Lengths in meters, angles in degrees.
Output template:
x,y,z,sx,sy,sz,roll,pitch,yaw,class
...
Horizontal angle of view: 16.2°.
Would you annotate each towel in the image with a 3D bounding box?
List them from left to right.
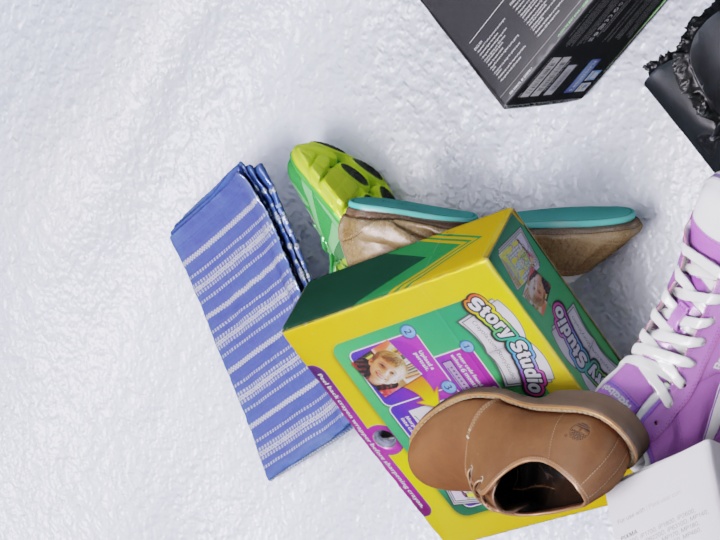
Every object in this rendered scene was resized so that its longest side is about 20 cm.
x,y,z,sx,sy,sz,roll,pitch,yaw,class
-0.071,0.036,1.789,0.145,0.024,0.201,-37,73,55,towel

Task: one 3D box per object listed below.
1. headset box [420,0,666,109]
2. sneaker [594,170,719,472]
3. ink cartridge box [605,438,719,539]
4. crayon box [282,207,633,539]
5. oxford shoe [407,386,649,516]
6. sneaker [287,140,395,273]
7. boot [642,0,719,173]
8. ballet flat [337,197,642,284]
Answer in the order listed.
x,y,z,sx,sy,sz,roll,pitch,yaw,class
0.106,-0.235,1.597,0.200,0.093,0.174,52,123,20,headset box
0.194,0.040,1.515,0.073,0.114,0.201,38,139,45,sneaker
0.232,0.217,1.489,0.085,0.147,0.201,-29,55,34,ink cartridge box
0.076,0.073,1.628,0.172,0.058,0.200,-20,118,36,crayon box
0.085,0.117,1.552,0.071,0.071,0.200,51,149,-18,oxford shoe
0.000,0.000,1.723,0.084,0.074,0.201,-40,72,30,sneaker
0.272,-0.104,1.499,0.200,0.076,0.169,-37,77,41,boot
0.083,-0.007,1.639,0.199,0.068,0.073,2,101,10,ballet flat
